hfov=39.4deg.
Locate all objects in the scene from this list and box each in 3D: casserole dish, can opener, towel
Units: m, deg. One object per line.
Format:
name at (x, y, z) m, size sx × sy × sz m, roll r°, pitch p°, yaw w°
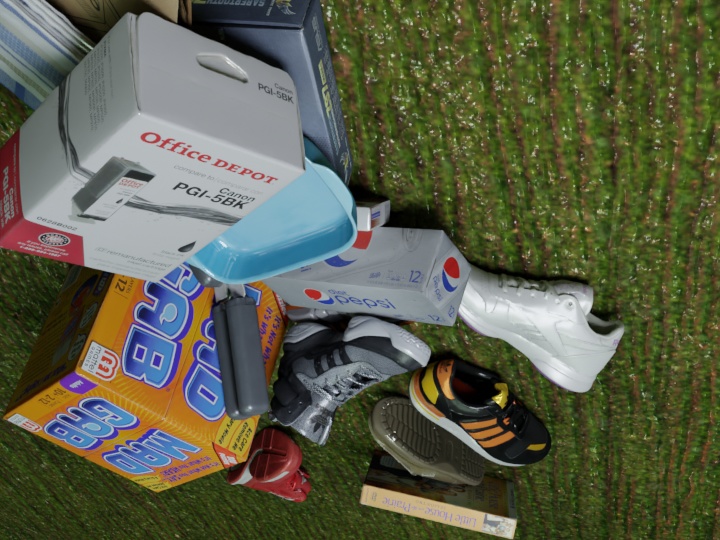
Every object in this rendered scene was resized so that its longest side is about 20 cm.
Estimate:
casserole dish at (-0.086, -0.054, 0.854) m, size 0.198 × 0.039 × 0.121 m, roll -17°, pitch 125°, yaw 36°
can opener at (-0.139, 0.047, 0.999) m, size 0.066 × 0.203 × 0.053 m, roll 0°, pitch 165°, yaw -38°
towel at (-0.246, -0.159, 0.813) m, size 0.147 × 0.024 × 0.200 m, roll 40°, pitch 160°, yaw -9°

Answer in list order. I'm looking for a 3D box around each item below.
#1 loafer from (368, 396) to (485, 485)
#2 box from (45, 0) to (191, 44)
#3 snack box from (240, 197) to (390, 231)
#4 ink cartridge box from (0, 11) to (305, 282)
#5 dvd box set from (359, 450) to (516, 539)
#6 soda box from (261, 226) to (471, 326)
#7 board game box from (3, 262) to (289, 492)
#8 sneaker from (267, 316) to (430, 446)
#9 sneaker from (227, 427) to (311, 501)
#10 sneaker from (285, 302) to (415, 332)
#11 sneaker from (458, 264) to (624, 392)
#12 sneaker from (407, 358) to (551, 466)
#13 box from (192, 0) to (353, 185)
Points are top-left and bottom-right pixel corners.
loafer at (0.075, 0.225, 1.269) m, size 0.067 × 0.077 × 0.199 m, roll -24°, pitch 131°, yaw 40°
box at (-0.206, -0.203, 0.736) m, size 0.199 × 0.021 × 0.164 m, roll 36°, pitch 154°, yaw 8°
snack box at (-0.076, -0.058, 0.929) m, size 0.197 × 0.072 × 0.025 m, roll 5°, pitch 102°, yaw 16°
ink cartridge box at (-0.157, -0.079, 0.735) m, size 0.146 × 0.084 × 0.199 m, roll 15°, pitch 146°, yaw -41°
dvd box set at (0.104, 0.291, 1.319) m, size 0.197 × 0.030 × 0.146 m, roll 12°, pitch -171°, yaw 6°
soda box at (0.000, 0.000, 0.945) m, size 0.198 × 0.064 × 0.068 m, roll 5°, pitch 154°, yaw 37°
board game box at (-0.224, 0.092, 1.083) m, size 0.199 × 0.202 × 0.199 m, roll 33°, pitch 144°, yaw -25°
sneaker at (-0.017, 0.112, 0.975) m, size 0.075 × 0.115 × 0.199 m, roll 35°, pitch 155°, yaw -33°
sneaker at (-0.104, 0.282, 1.445) m, size 0.115 × 0.079 × 0.199 m, roll 21°, pitch 159°, yaw -24°
sneaker at (0.024, 0.042, 1.037) m, size 0.199 × 0.078 × 0.112 m, roll -3°, pitch 149°, yaw 46°
sneaker at (0.165, 0.031, 0.976) m, size 0.199 × 0.075 × 0.100 m, roll 32°, pitch 114°, yaw -11°
sneaker at (0.153, 0.163, 1.153) m, size 0.199 × 0.071 × 0.090 m, roll 30°, pitch 147°, yaw -18°
box at (-0.097, -0.142, 0.829) m, size 0.156 × 0.051 × 0.201 m, roll 6°, pitch 145°, yaw 13°
